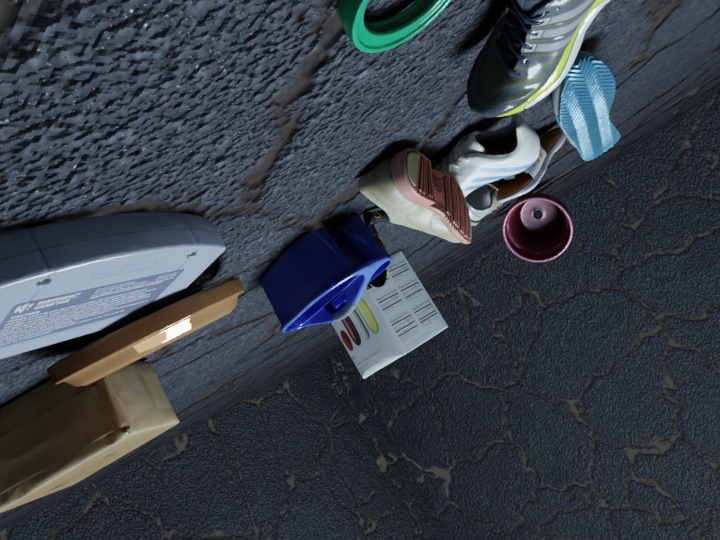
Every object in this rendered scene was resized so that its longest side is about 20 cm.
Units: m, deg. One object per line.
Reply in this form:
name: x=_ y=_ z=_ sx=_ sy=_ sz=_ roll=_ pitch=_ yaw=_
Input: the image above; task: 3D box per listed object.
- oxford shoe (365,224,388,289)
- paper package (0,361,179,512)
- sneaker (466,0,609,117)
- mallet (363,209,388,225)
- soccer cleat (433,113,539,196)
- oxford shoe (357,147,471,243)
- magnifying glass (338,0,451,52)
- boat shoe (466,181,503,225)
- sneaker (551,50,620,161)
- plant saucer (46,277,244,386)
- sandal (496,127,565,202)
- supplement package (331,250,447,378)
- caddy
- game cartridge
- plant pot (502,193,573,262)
oxford shoe: x=0.000 y=0.000 z=0.901 sx=0.072 sy=0.085 sz=0.200 roll=-31 pitch=173 yaw=-14
paper package: x=-0.356 y=0.200 z=0.700 sx=0.190 sy=0.104 sz=0.200 roll=-30 pitch=172 yaw=-6
sneaker: x=0.123 y=-0.185 z=0.381 sx=0.080 sy=0.074 sz=0.200 roll=-19 pitch=158 yaw=-31
mallet: x=0.078 y=-0.097 z=0.814 sx=0.199 sy=0.066 sz=0.041 roll=-6 pitch=156 yaw=-38
soccer cleat: x=0.128 y=-0.134 z=0.708 sx=0.199 sy=0.070 sz=0.086 roll=-27 pitch=143 yaw=19
oxford shoe: x=0.073 y=-0.080 z=0.658 sx=0.073 sy=0.071 sz=0.200 roll=-14 pitch=152 yaw=32
magnifying glass: x=0.048 y=-0.182 z=0.264 sx=0.079 sy=0.023 sz=0.200 roll=-26 pitch=171 yaw=-34
boat shoe: x=0.211 y=-0.133 z=0.966 sx=0.068 sy=0.075 sz=0.200 roll=-44 pitch=174 yaw=30
sneaker: x=0.278 y=-0.217 z=0.712 sx=0.076 sy=0.081 sz=0.200 roll=-32 pitch=152 yaw=15
plant saucer: x=-0.209 y=0.065 z=0.562 sx=0.199 sy=0.033 sz=0.200 roll=-26 pitch=-178 yaw=1
sandal: x=0.269 y=-0.188 z=0.907 sx=0.079 sy=0.059 sz=0.207 roll=-16 pitch=-151 yaw=53
supplement package: x=0.048 y=0.101 z=1.247 sx=0.146 sy=0.201 sz=0.191 roll=-24 pitch=168 yaw=-38
caddy: x=-0.045 y=0.017 z=0.751 sx=0.141 sy=0.105 sz=0.200 roll=-25 pitch=169 yaw=-42
game cartridge: x=-0.200 y=0.009 z=0.405 sx=0.133 sy=0.041 sz=0.200 roll=-33 pitch=172 yaw=31
plant pot: x=0.539 y=-0.148 z=1.678 sx=0.200 sy=0.200 sz=0.179 roll=-36 pitch=-174 yaw=29
